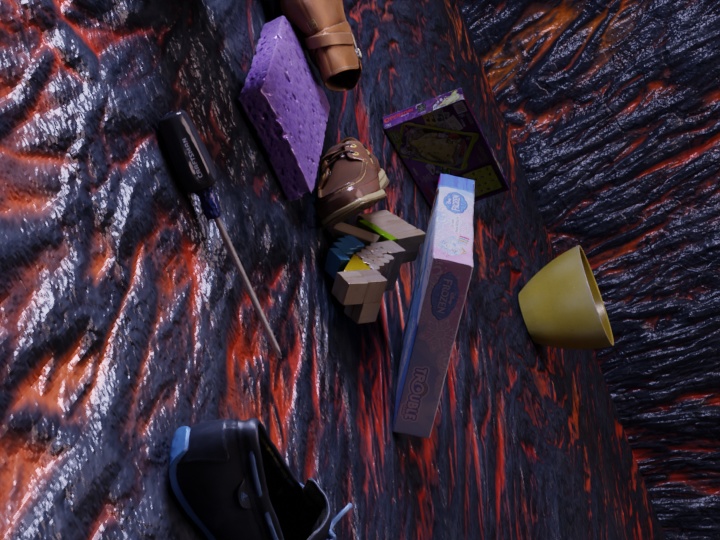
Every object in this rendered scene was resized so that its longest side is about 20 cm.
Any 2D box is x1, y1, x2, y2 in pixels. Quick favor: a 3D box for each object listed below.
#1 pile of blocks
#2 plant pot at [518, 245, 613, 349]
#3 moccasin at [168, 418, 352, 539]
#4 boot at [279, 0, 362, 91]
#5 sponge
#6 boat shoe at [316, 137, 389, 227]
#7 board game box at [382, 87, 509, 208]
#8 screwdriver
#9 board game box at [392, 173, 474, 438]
[{"bbox_3d":[0.000,0.000,1.160,0.200,0.082,0.062,-49,157,-64],"label":"pile of blocks"},{"bbox_3d":[0.385,0.070,2.235,0.200,0.141,0.201,-20,90,-76],"label":"plant pot"},{"bbox_3d":[-0.048,0.166,0.741,0.200,0.068,0.081,56,21,-44],"label":"moccasin"},{"bbox_3d":[-0.032,-0.274,1.280,0.156,0.076,0.200,65,9,2],"label":"boot"},{"bbox_3d":[-0.071,-0.163,1.140,0.200,0.030,0.112,-83,151,-58],"label":"sponge"},{"bbox_3d":[-0.016,-0.093,1.180,0.068,0.072,0.200,62,10,-10],"label":"boat shoe"},{"bbox_3d":[0.124,-0.164,1.652,0.200,0.119,0.032,55,18,-47],"label":"board game box"},{"bbox_3d":[-0.103,-0.023,0.865,0.029,0.028,0.201,-26,98,-44],"label":"screwdriver"},{"bbox_3d":[0.076,0.032,1.198,0.199,0.043,0.201,-81,-178,-62],"label":"board game box"}]
